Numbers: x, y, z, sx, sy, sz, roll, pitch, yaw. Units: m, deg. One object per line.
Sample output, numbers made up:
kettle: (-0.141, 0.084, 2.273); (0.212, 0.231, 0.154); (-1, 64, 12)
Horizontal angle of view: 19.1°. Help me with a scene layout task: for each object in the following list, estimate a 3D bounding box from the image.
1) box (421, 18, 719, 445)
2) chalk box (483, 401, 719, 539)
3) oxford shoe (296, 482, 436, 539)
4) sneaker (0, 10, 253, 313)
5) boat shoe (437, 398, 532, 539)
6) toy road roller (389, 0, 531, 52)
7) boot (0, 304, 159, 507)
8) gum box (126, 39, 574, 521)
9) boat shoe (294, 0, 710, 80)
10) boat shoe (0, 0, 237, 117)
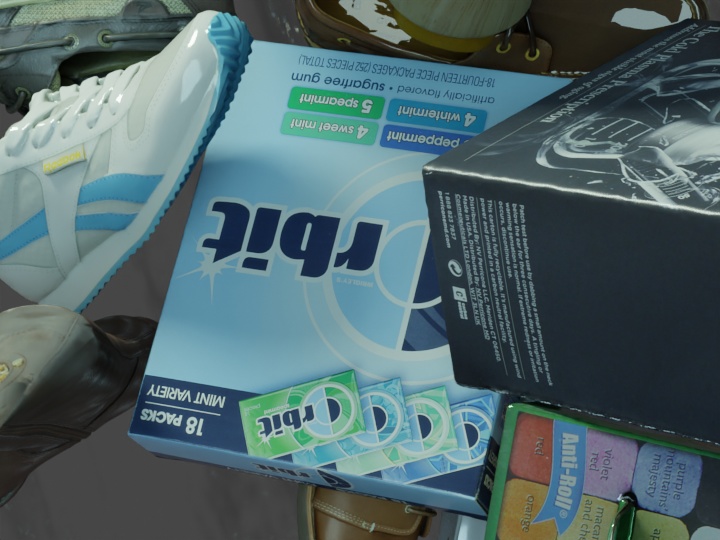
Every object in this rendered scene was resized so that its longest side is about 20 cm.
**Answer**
box: (0.161, -0.022, 0.888); (0.182, 0.200, 0.105); (12, 121, 41)
chalk box: (0.126, 0.125, 0.903); (0.123, 0.200, 0.126); (13, 94, 29)
oxford shoe: (0.011, 0.109, 1.013); (0.071, 0.071, 0.201); (-7, 89, 17)
sneaker: (-0.121, -0.054, 0.984); (0.081, 0.077, 0.200); (38, 128, -9)
boat shoe: (0.079, 0.106, 1.019); (0.071, 0.072, 0.201); (11, 97, -8)
toy road roller: (0.102, -0.186, 0.942); (0.145, 0.123, 0.201); (19, 53, 4)
boot: (-0.181, 0.073, 0.973); (0.186, 0.200, 0.064); (-35, 87, 5)
gum box: (0.000, 0.000, 0.984); (0.169, 0.045, 0.201); (9, 74, 19)
boat shoe: (0.066, -0.117, 1.010); (0.199, 0.068, 0.072); (5, 91, 6)
boat shoe: (-0.155, -0.105, 1.034); (0.200, 0.072, 0.066); (-18, 84, 2)
